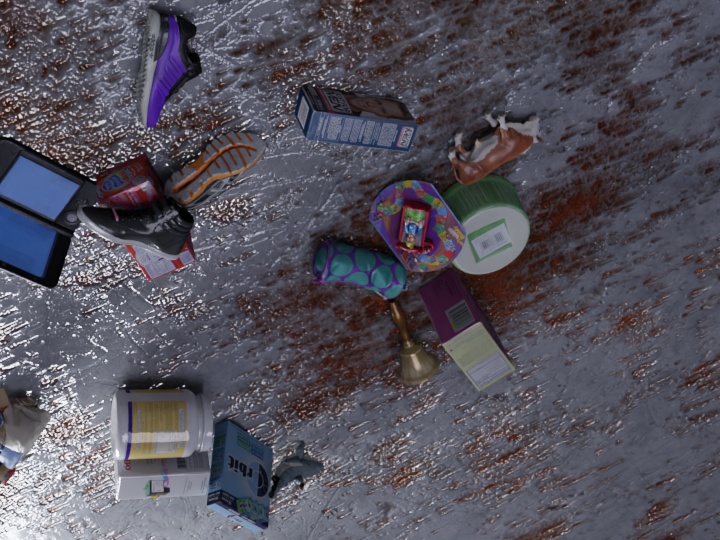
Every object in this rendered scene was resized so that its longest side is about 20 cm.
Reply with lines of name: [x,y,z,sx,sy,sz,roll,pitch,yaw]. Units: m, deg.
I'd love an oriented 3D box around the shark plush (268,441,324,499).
shark plush: [-0.156,0.482,2.105,0.091,0.083,0.200,-52,169,14]

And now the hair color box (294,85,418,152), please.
hair color box: [-0.008,-0.269,1.571,0.198,0.100,0.061,4,126,-23]

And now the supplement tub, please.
supplement tub: [-0.425,0.327,1.888,0.198,0.146,0.146,3,128,-21]

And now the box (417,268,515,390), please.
box: [0.232,0.130,1.940,0.096,0.177,0.200,-32,132,9]

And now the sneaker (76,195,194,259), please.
sneaker: [-0.369,-0.093,1.485,0.199,0.071,0.099,21,117,-39]

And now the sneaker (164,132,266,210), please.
sneaker: [-0.256,-0.177,1.587,0.199,0.079,0.077,-31,160,0]

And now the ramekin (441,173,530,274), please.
ramekin: [0.250,-0.088,1.816,0.198,0.098,0.201,-10,131,-12]

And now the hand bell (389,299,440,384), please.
hand bell: [0.101,0.148,1.986,0.103,0.104,0.201,-23,120,0]

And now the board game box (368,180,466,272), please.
board game box: [0.109,-0.079,1.743,0.157,0.039,0.200,-29,106,30]

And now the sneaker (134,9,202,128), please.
sneaker: [-0.309,-0.319,1.442,0.099,0.070,0.201,1,128,-24]

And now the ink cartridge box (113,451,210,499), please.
ink cartridge box: [-0.443,0.421,1.960,0.198,0.145,0.084,2,128,-21]

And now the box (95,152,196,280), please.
box: [-0.383,-0.094,1.585,0.099,0.096,0.201,-24,132,0]

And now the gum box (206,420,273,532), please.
gum box: [-0.273,0.471,2.026,0.044,0.201,0.170,-23,136,24]

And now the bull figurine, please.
bull figurine: [0.259,-0.245,1.714,0.199,0.065,0.121,-37,127,9]

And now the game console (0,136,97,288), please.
game console: [-0.564,-0.096,1.505,0.199,0.117,0.176,29,115,-36]

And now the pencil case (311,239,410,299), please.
pencil case: [0.000,0.000,1.808,0.199,0.085,0.093,15,89,-28]

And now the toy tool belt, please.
toy tool belt: [-0.738,0.340,1.825,0.123,0.125,0.200,36,110,-5]
